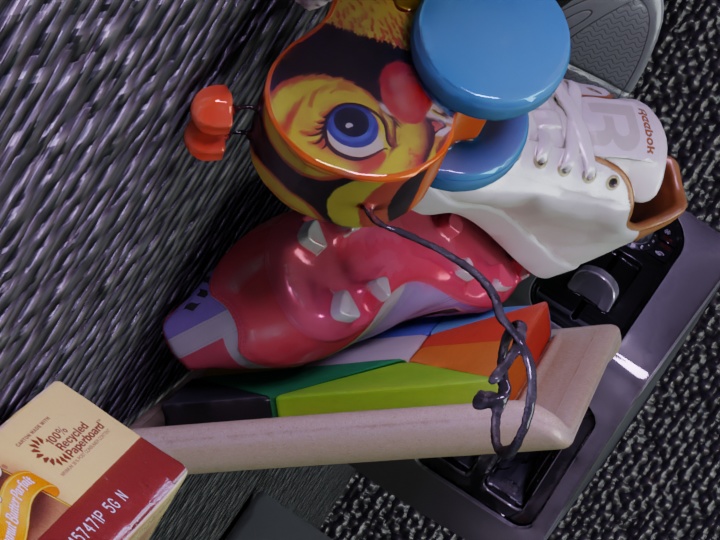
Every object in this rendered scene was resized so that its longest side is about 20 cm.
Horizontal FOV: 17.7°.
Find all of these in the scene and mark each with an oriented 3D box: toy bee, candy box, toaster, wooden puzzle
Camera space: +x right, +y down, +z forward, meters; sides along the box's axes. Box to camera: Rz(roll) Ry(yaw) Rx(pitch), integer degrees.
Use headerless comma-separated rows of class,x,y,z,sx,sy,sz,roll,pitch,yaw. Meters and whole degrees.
toy bee,0.006,-0.060,0.683,0.200,0.108,0.131,-88,-169,-46
candy box,-0.135,0.141,0.699,0.200,0.055,0.115,-59,174,22
toaster,0.058,0.025,1.146,0.119,0.181,0.200,-48,169,-43
wooden puzzle,0.003,0.044,0.921,0.200,0.184,0.037,-29,113,-75

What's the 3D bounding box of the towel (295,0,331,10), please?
towel,0.070,-0.149,0.555,0.191,0.032,0.200,-41,-174,-20

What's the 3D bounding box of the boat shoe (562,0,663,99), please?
boat shoe,0.052,-0.075,0.980,0.202,0.074,0.065,-49,-144,44

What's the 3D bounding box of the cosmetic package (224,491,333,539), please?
cosmetic package,-0.091,0.301,1.715,0.200,0.123,0.199,-56,175,-24

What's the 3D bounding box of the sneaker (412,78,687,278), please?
sneaker,0.064,-0.057,0.883,0.084,0.073,0.200,-18,158,26

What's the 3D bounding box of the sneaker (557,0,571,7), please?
sneaker,0.086,-0.162,0.818,0.200,0.076,0.114,-53,-177,22

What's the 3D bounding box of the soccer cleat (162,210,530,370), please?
soccer cleat,0.000,0.000,0.912,0.076,0.067,0.200,-23,178,29
